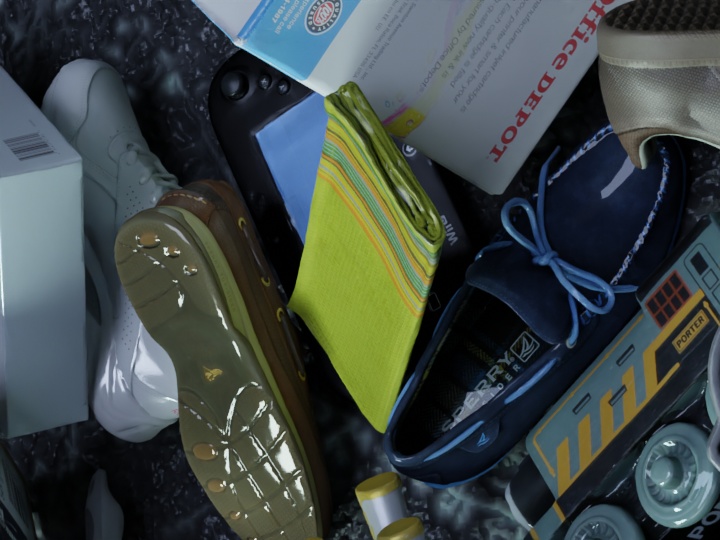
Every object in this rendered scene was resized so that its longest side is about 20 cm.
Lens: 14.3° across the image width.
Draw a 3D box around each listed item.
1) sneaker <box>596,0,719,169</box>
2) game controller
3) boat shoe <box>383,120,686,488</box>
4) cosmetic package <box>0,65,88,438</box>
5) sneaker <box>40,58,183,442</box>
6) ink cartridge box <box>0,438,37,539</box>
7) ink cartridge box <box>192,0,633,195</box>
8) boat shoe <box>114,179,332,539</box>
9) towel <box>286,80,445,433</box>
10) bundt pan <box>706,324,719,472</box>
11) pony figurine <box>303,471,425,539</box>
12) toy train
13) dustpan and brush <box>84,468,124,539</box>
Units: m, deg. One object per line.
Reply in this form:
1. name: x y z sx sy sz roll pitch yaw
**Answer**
1. sneaker: 0.202 -0.079 1.246 0.199 0.070 0.076 5 120 25
2. game controller: -0.004 -0.037 1.413 0.104 0.042 0.201 -37 66 30
3. boat shoe: 0.083 0.019 1.312 0.084 0.069 0.201 32 98 23
4. cosmetic package: -0.200 -0.028 1.488 0.200 0.051 0.151 45 142 51
5. sneaker: -0.103 -0.019 1.477 0.099 0.078 0.201 -17 85 29
6. ink cartridge box: -0.205 0.161 1.449 0.075 0.200 0.166 -13 70 -1
7. ink cartridge box: 0.021 -0.138 1.304 0.129 0.200 0.125 -54 42 8
8. boat shoe: -0.053 0.049 1.405 0.072 0.068 0.201 -4 115 38
9. towel: 0.000 0.000 1.292 0.086 0.018 0.200 59 161 21
10. bundt pan: 0.230 0.052 1.158 0.201 0.076 0.203 0 90 -6
11. pony figurine: 0.033 0.205 1.265 0.166 0.193 0.201 -21 98 -2
12. toy train: 0.143 0.070 1.273 0.200 0.085 0.114 -51 47 25
13. dustpan and brush: -0.120 0.198 1.464 0.140 0.057 0.201 132 146 -54
